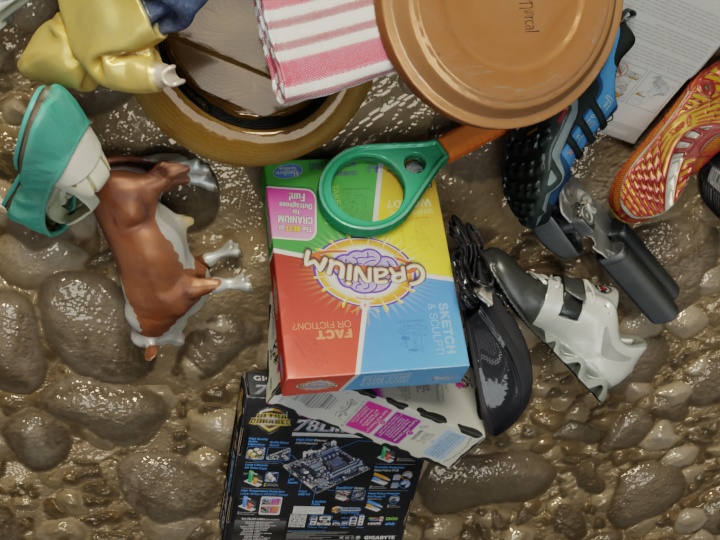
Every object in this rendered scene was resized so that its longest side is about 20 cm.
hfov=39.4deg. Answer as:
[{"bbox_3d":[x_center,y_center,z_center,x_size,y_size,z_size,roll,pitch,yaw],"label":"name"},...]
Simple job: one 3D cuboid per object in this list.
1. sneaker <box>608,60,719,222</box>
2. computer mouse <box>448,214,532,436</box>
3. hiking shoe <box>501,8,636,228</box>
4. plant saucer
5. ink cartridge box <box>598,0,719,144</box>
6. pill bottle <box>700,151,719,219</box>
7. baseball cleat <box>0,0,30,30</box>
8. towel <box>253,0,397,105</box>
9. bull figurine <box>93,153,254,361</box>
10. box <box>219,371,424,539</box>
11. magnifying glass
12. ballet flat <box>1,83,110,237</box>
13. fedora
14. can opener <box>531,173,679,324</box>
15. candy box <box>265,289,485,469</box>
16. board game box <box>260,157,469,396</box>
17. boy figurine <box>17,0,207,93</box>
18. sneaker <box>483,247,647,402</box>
[{"bbox_3d":[0.298,-0.126,0.923,0.200,0.077,0.073,-43,92,-3],"label":"sneaker"},{"bbox_3d":[0.121,0.058,0.896,0.052,0.139,0.201,-11,117,6],"label":"computer mouse"},{"bbox_3d":[0.179,-0.120,0.856,0.086,0.075,0.201,-8,132,-19],"label":"hiking shoe"},{"bbox_3d":[0.108,-0.204,0.739,0.199,0.032,0.202,-4,102,-18],"label":"plant saucer"},{"bbox_3d":[0.205,-0.208,0.862,0.199,0.044,0.174,15,137,-20],"label":"ink cartridge box"},{"bbox_3d":[0.399,-0.050,0.904,0.106,0.200,0.107,-6,121,-10],"label":"pill bottle"},{"bbox_3d":[-0.245,-0.245,0.722,0.200,0.070,0.107,-36,114,5],"label":"baseball cleat"},{"bbox_3d":[-0.021,-0.233,0.720,0.146,0.030,0.201,-20,105,-25],"label":"towel"},{"bbox_3d":[-0.167,-0.013,0.877,0.121,0.065,0.201,-19,123,-4],"label":"bull figurine"},{"bbox_3d":[-0.036,0.201,1.040,0.199,0.050,0.200,3,118,-14],"label":"box"},{"bbox_3d":[0.053,-0.094,0.866,0.199,0.080,0.022,-28,162,-19],"label":"magnifying glass"},{"bbox_3d":[-0.228,-0.078,0.771,0.070,0.068,0.200,28,154,-13],"label":"ballet flat"},{"bbox_3d":[-0.088,-0.181,0.787,0.199,0.082,0.202,-3,117,-5],"label":"fedora"},{"bbox_3d":[0.237,-0.016,0.985,0.067,0.054,0.200,-20,129,38],"label":"can opener"},{"bbox_3d":[0.013,0.086,0.929,0.199,0.137,0.061,24,128,-23],"label":"candy box"},{"bbox_3d":[0.000,0.000,0.850,0.152,0.201,0.040,-3,154,-11],"label":"board game box"},{"bbox_3d":[-0.160,-0.175,0.693,0.199,0.064,0.125,-29,86,34],"label":"boy figurine"},{"bbox_3d":[0.199,0.032,0.975,0.088,0.074,0.200,-44,110,8],"label":"sneaker"}]
